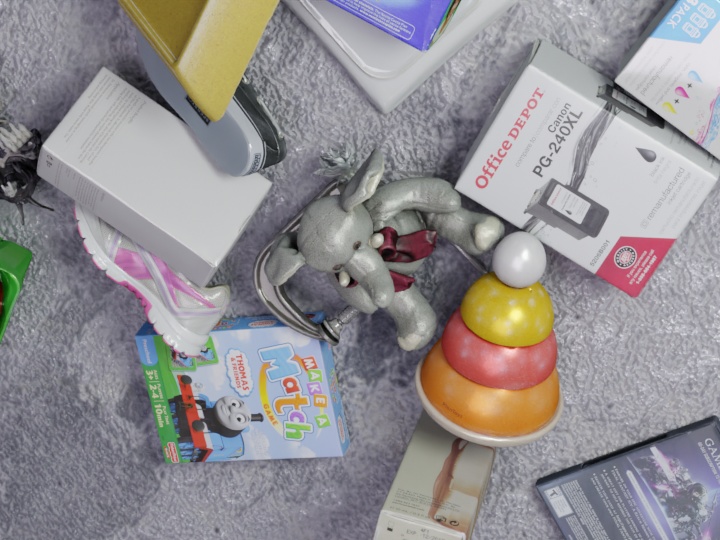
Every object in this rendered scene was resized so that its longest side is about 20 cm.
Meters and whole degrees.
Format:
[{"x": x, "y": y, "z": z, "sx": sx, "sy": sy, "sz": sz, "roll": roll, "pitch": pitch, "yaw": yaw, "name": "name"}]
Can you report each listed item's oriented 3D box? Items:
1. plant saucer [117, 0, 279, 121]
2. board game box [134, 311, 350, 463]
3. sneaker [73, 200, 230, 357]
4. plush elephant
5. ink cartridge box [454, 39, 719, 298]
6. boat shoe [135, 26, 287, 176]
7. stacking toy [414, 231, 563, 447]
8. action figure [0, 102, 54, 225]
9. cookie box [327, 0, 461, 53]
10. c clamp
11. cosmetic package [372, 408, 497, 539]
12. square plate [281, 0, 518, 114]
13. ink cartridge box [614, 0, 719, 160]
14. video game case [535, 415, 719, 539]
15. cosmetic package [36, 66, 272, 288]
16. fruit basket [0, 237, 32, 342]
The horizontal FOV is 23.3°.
[{"x": -0.146, "y": -0.267, "z": 1.544, "sx": 0.200, "sy": 0.048, "sz": 0.201, "roll": 51, "pitch": 123, "yaw": 40, "name": "plant saucer"}, {"x": -0.121, "y": 0.122, "z": 1.800, "sx": 0.199, "sy": 0.037, "sz": 0.152, "roll": -5, "pitch": 112, "yaw": 17, "name": "board game box"}, {"x": -0.203, "y": -0.013, "z": 1.742, "sx": 0.088, "sy": 0.081, "sz": 0.200, "roll": -42, "pitch": 91, "yaw": 6, "name": "sneaker"}, {"x": 0.007, "y": -0.025, "z": 1.594, "sx": 0.200, "sy": 0.155, "sz": 0.165, "roll": 46, "pitch": 120, "yaw": 6, "name": "plush elephant"}, {"x": 0.205, "y": -0.093, "z": 1.583, "sx": 0.199, "sy": 0.083, "sz": 0.146, "roll": 31, "pitch": 118, "yaw": 0, "name": "ink cartridge box"}, {"x": -0.138, "y": -0.179, "z": 1.648, "sx": 0.200, "sy": 0.068, "sz": 0.074, "roll": 51, "pitch": 131, "yaw": 17, "name": "boat shoe"}, {"x": 0.137, "y": 0.051, "z": 1.617, "sx": 0.145, "sy": 0.146, "sz": 0.201, "roll": 18, "pitch": 128, "yaw": 7, "name": "stacking toy"}, {"x": -0.371, "y": -0.130, "z": 1.718, "sx": 0.118, "sy": 0.102, "sz": 0.201, "roll": -23, "pitch": 105, "yaw": 12, "name": "action figure"}, {"x": 0.034, "y": -0.319, "z": 1.500, "sx": 0.171, "sy": 0.075, "sz": 0.201, "roll": 29, "pitch": 118, "yaw": 2, "name": "cookie box"}, {"x": 0.000, "y": 0.000, "z": 1.699, "sx": 0.200, "sy": 0.027, "sz": 0.171, "roll": -37, "pitch": 96, "yaw": 14, "name": "c clamp"}, {"x": 0.072, "y": 0.231, "z": 1.704, "sx": 0.087, "sy": 0.200, "sz": 0.104, "roll": 15, "pitch": 119, "yaw": 7, "name": "cosmetic package"}, {"x": 0.022, "y": -0.270, "z": 1.584, "sx": 0.198, "sy": 0.028, "sz": 0.200, "roll": -39, "pitch": 99, "yaw": 27, "name": "square plate"}, {"x": 0.338, "y": -0.159, "z": 1.524, "sx": 0.200, "sy": 0.068, "sz": 0.115, "roll": 36, "pitch": 118, "yaw": -3, "name": "ink cartridge box"}, {"x": 0.295, "y": 0.238, "z": 1.748, "sx": 0.199, "sy": 0.019, "sz": 0.143, "roll": -24, "pitch": 106, "yaw": 23, "name": "video game case"}, {"x": -0.198, "y": -0.088, "z": 1.672, "sx": 0.200, "sy": 0.108, "sz": 0.085, "roll": 36, "pitch": 158, "yaw": -3, "name": "cosmetic package"}, {"x": -0.445, "y": 0.012, "z": 1.748, "sx": 0.215, "sy": 0.216, "sz": 0.156, "roll": 27, "pitch": 118, "yaw": 2, "name": "fruit basket"}]
